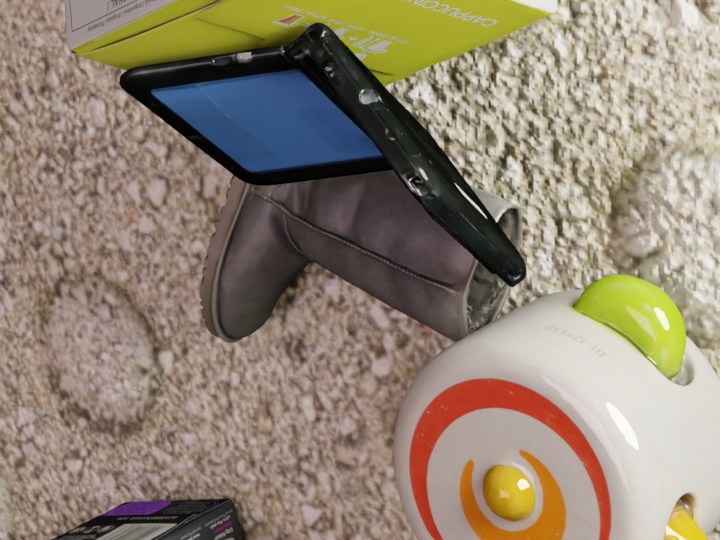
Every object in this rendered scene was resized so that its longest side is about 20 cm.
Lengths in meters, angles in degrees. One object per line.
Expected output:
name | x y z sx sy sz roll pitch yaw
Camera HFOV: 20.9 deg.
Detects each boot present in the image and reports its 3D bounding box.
boot | -0.001 0.002 1.277 0.200 0.073 0.182 25 119 21

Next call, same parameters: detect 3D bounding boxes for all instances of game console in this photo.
game console | -0.016 -0.051 1.124 0.116 0.200 0.176 -38 66 7

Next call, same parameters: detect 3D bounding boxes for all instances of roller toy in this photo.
roller toy | 0.119 0.115 1.169 0.182 0.140 0.200 -14 97 39

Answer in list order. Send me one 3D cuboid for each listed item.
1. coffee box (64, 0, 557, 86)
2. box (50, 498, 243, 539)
coffee box | -0.034 -0.220 1.101 0.200 0.200 0.198 -18 71 38
box | -0.145 0.280 1.443 0.122 0.106 0.200 -7 101 39
